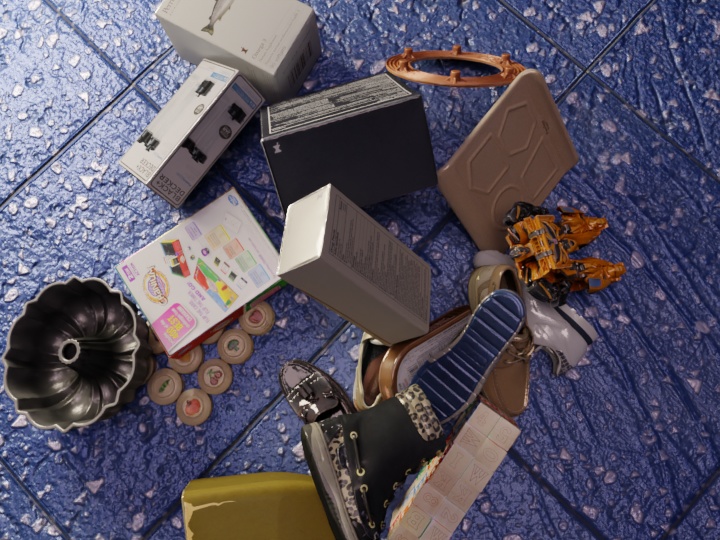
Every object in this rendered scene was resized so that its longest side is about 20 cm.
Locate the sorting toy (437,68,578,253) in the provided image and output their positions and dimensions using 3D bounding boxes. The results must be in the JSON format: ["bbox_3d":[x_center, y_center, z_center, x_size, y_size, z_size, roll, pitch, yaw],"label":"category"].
[{"bbox_3d":[0.201,-0.142,0.870,0.200,0.185,0.036,-47,39,-6],"label":"sorting toy"}]

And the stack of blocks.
[{"bbox_3d":[0.114,0.254,0.785,0.058,0.115,0.201,34,92,8],"label":"stack of blocks"}]

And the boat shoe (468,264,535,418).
[{"bbox_3d":[0.184,0.093,0.809,0.071,0.064,0.202,-13,92,-23],"label":"boat shoe"}]

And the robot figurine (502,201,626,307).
[{"bbox_3d":[0.266,-0.027,0.830,0.199,0.058,0.146,-1,68,-42],"label":"robot figurine"}]

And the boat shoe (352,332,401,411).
[{"bbox_3d":[0.039,0.097,0.858,0.074,0.068,0.202,12,79,3],"label":"boat shoe"}]

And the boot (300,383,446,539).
[{"bbox_3d":[0.036,0.240,0.698,0.153,0.073,0.205,-21,81,-19],"label":"boot"}]

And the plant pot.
[{"bbox_3d":[-0.097,0.337,0.757,0.198,0.196,0.196,-8,78,-13],"label":"plant pot"}]

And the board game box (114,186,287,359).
[{"bbox_3d":[-0.215,0.003,0.881,0.199,0.040,0.154,-34,79,-6],"label":"board game box"}]

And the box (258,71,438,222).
[{"bbox_3d":[-0.024,-0.166,0.835,0.198,0.199,0.124,-16,115,-1],"label":"box"}]

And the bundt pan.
[{"bbox_3d":[-0.368,0.114,0.849,0.200,0.076,0.204,-3,75,11],"label":"bundt pan"}]

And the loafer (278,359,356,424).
[{"bbox_3d":[-0.037,0.197,0.842,0.072,0.063,0.200,-40,81,-7],"label":"loafer"}]

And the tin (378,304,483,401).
[{"bbox_3d":[0.117,0.122,0.834,0.199,0.042,0.113,-27,102,-22],"label":"tin"}]

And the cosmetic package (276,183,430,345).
[{"bbox_3d":[0.000,0.000,0.762,0.073,0.200,0.104,-22,47,36],"label":"cosmetic package"}]

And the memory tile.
[{"bbox_3d":[-0.230,0.100,0.890,0.153,0.017,0.201,33,81,8],"label":"memory tile"}]

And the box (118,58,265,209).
[{"bbox_3d":[-0.240,-0.196,0.896,0.201,0.060,0.116,-52,46,-5],"label":"box"}]

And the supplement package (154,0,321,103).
[{"bbox_3d":[-0.173,-0.347,0.928,0.199,0.117,0.118,28,82,7],"label":"supplement package"}]

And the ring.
[{"bbox_3d":[0.134,-0.291,0.889,0.198,0.201,0.019,3,122,2],"label":"ring"}]

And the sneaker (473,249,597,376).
[{"bbox_3d":[0.224,0.053,0.864,0.200,0.076,0.081,42,90,10],"label":"sneaker"}]

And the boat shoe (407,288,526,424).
[{"bbox_3d":[0.133,0.109,0.765,0.072,0.072,0.200,44,106,16],"label":"boat shoe"}]
